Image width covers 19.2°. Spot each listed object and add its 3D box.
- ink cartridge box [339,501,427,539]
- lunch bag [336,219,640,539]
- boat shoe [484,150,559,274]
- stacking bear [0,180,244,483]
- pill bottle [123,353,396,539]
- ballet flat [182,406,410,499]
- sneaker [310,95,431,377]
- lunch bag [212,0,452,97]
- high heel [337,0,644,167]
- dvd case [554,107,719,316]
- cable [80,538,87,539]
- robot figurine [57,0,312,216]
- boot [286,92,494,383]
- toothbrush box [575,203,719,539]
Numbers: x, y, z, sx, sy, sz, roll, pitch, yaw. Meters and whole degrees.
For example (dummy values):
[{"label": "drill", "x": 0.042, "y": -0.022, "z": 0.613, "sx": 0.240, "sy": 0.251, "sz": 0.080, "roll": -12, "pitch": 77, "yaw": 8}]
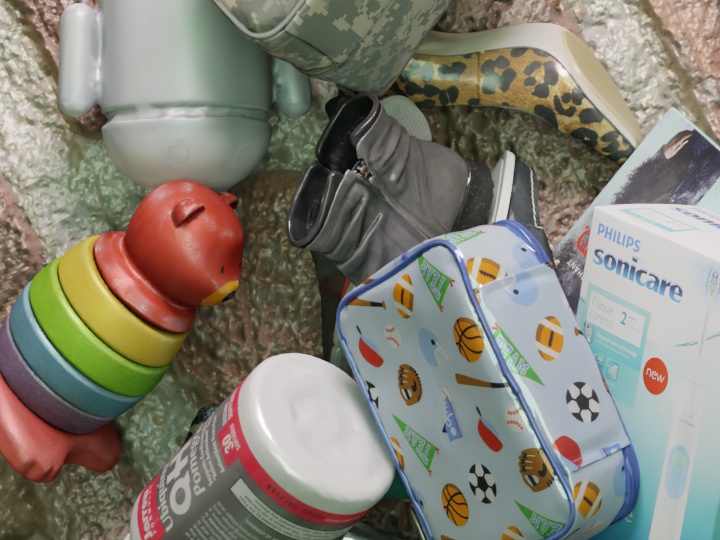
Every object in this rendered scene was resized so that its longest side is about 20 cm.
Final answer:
[{"label": "ink cartridge box", "x": 0.022, "y": 0.254, "z": 1.368, "sx": 0.124, "sy": 0.129, "sz": 0.202, "roll": 21, "pitch": 89, "yaw": 1}, {"label": "lunch bag", "x": 0.068, "y": 0.074, "z": 1.238, "sx": 0.075, "sy": 0.160, "sz": 0.201, "roll": -16, "pitch": 78, "yaw": -36}, {"label": "boat shoe", "x": 0.097, "y": 0.012, "z": 1.373, "sx": 0.060, "sy": 0.076, "sz": 0.201, "roll": 17, "pitch": 56, "yaw": -8}, {"label": "stacking bear", "x": -0.152, "y": 0.026, "z": 1.361, "sx": 0.200, "sy": 0.121, "sz": 0.114, "roll": -44, "pitch": 74, "yaw": 18}, {"label": "pill bottle", "x": -0.075, "y": 0.151, "z": 1.323, "sx": 0.111, "sy": 0.111, "sz": 0.200, "roll": 45, "pitch": 124, "yaw": 3}, {"label": "ballet flat", "x": -0.021, "y": 0.112, "z": 1.408, "sx": 0.198, "sy": 0.074, "sz": 0.075, "roll": 0, "pitch": 89, "yaw": 0}, {"label": "sneaker", "x": -0.002, "y": -0.023, "z": 1.416, "sx": 0.082, "sy": 0.077, "sz": 0.202, "roll": 21, "pitch": 107, "yaw": 44}, {"label": "lunch bag", "x": 0.007, "y": -0.210, "z": 1.304, "sx": 0.200, "sy": 0.167, "sz": 0.139, "roll": -51, "pitch": 51, "yaw": 12}, {"label": "high heel", "x": 0.087, "y": -0.108, "z": 1.423, "sx": 0.200, "sy": 0.072, "sz": 0.142, "roll": 44, "pitch": 114, "yaw": -11}, {"label": "dvd case", "x": 0.168, "y": 0.001, "z": 1.352, "sx": 0.022, "sy": 0.146, "sz": 0.200, "roll": 33, "pitch": 102, "yaw": -26}, {"label": "cable", "x": -0.189, "y": 0.275, "z": 1.412, "sx": 0.096, "sy": 0.050, "sz": 0.202, "roll": 16, "pitch": 88, "yaw": -5}, {"label": "robot figurine", "x": -0.114, "y": -0.136, "z": 1.391, "sx": 0.168, "sy": 0.113, "sz": 0.202, "roll": 0, "pitch": 88, "yaw": -11}, {"label": "boot", "x": 0.000, "y": 0.000, "z": 1.330, "sx": 0.069, "sy": 0.131, "sz": 0.202, "roll": 6, "pitch": 77, "yaw": 46}, {"label": "toothbrush box", "x": 0.192, "y": 0.076, "z": 1.216, "sx": 0.085, "sy": 0.146, "sz": 0.202, "roll": -1, "pitch": 108, "yaw": -34}]
